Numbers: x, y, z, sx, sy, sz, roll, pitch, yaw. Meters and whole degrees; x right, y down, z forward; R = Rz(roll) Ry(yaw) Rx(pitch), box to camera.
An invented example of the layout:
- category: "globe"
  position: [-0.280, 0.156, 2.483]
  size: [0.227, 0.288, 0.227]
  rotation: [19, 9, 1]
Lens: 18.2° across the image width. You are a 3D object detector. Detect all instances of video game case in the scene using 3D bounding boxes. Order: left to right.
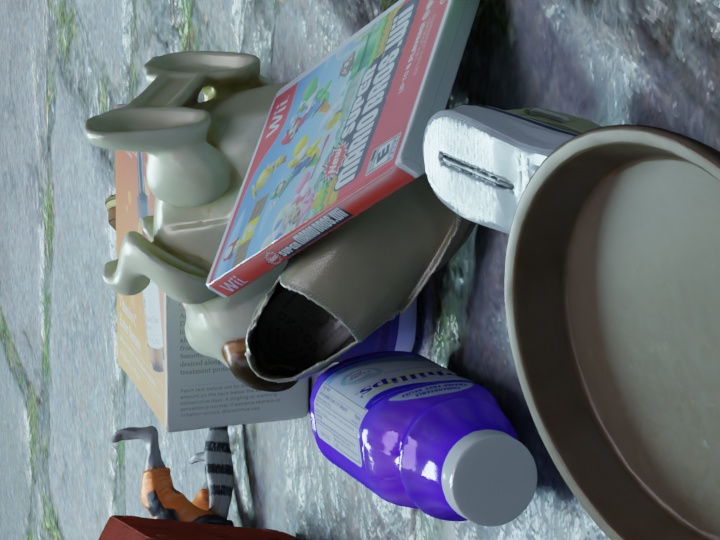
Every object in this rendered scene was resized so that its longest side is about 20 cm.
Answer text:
- category: "video game case"
  position: [-0.009, -0.076, 1.216]
  size: [0.200, 0.017, 0.144]
  rotation: [-31, 34, 51]

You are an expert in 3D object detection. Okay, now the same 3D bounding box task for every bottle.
- category: "bottle"
  position: [0.036, 0.091, 1.203]
  size: [0.200, 0.083, 0.066]
  rotation: [-155, 57, -71]

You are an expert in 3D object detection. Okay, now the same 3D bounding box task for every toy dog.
- category: "toy dog"
  position: [-0.068, -0.026, 1.424]
  size: [0.140, 0.193, 0.201]
  rotation: [-72, -22, -62]

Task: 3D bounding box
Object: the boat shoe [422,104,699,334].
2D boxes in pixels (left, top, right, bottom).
- category: "boat shoe"
  position: [0.108, -0.034, 0.980]
  size: [0.200, 0.062, 0.072]
  rotation: [34, 133, 45]

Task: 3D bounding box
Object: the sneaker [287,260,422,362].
- category: "sneaker"
  position: [-0.010, -0.039, 1.308]
  size: [0.076, 0.087, 0.201]
  rotation: [-140, 49, -66]

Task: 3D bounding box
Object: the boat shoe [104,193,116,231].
- category: "boat shoe"
  position: [-0.159, -0.031, 1.800]
  size: [0.200, 0.072, 0.068]
  rotation: [176, 91, -70]

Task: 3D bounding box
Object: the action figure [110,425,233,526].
- category: "action figure"
  position: [-0.127, 0.203, 1.696]
  size: [0.200, 0.104, 0.194]
  rotation: [47, -160, -62]

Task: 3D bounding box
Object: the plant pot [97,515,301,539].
- category: "plant pot"
  position: [-0.106, 0.268, 1.545]
  size: [0.200, 0.199, 0.177]
  rotation: [-176, 95, -72]

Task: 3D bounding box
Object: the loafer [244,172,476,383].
- category: "loafer"
  position: [0.000, 0.000, 1.231]
  size: [0.200, 0.076, 0.068]
  rotation: [-53, 2, 39]

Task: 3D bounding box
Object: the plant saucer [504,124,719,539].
- category: "plant saucer"
  position: [0.131, 0.036, 0.896]
  size: [0.200, 0.029, 0.201]
  rotation: [31, 131, 44]

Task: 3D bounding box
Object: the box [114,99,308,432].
- category: "box"
  position: [-0.106, -0.008, 1.585]
  size: [0.152, 0.106, 0.201]
  rotation: [-140, 48, -66]
